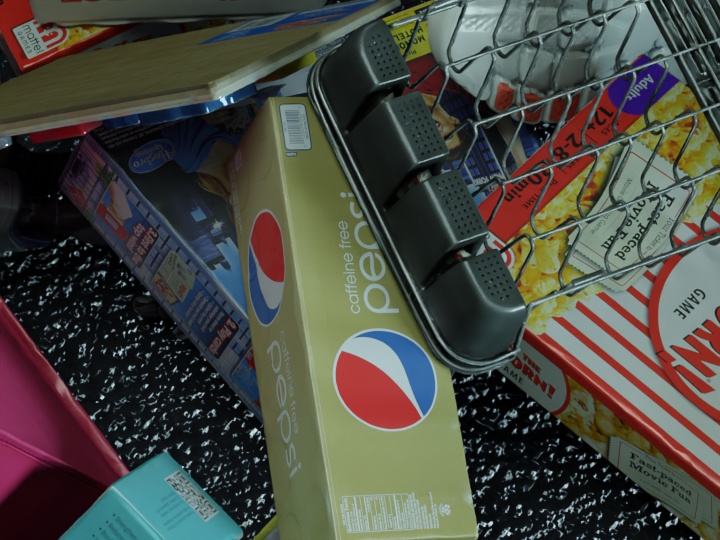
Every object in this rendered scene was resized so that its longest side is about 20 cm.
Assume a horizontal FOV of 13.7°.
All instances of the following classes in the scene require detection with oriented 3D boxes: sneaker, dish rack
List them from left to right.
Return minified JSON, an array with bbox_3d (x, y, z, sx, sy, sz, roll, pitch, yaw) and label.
[{"bbox_3d":[0.087,-0.119,1.392,0.082,0.077,0.200,34,24,35],"label":"sneaker"},{"bbox_3d":[0.096,-0.059,1.258,0.200,0.055,0.154,-20,76,-23],"label":"dish rack"}]

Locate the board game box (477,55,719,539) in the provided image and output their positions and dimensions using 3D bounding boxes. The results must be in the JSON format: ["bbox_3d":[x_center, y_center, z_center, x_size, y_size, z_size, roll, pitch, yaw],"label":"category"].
[{"bbox_3d":[0.149,0.020,1.296,0.200,0.046,0.151,39,61,15],"label":"board game box"}]

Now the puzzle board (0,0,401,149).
[{"bbox_3d":[-0.099,-0.083,1.334,0.200,0.017,0.151,-7,14,35],"label":"puzzle board"}]

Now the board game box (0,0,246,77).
[{"bbox_3d":[-0.104,-0.180,1.517,0.200,0.046,0.152,-26,56,-9],"label":"board game box"}]

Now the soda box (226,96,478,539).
[{"bbox_3d":[-0.006,0.030,1.256,0.064,0.068,0.200,0,67,-20],"label":"soda box"}]

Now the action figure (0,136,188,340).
[{"bbox_3d":[-0.106,-0.034,1.407,0.200,0.069,0.130,4,49,-6],"label":"action figure"}]

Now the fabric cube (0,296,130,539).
[{"bbox_3d":[-0.243,0.072,1.232,0.199,0.196,0.200,-41,67,4],"label":"fabric cube"}]

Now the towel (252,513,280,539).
[{"bbox_3d":[0.016,0.179,1.223,0.200,0.023,0.144,35,44,18],"label":"towel"}]

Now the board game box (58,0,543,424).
[{"bbox_3d":[0.000,0.000,1.346,0.200,0.062,0.200,-22,76,-26],"label":"board game box"}]

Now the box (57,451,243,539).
[{"bbox_3d":[-0.139,0.163,1.211,0.049,0.082,0.200,46,102,4],"label":"box"}]

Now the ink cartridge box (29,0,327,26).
[{"bbox_3d":[-0.096,-0.210,1.387,0.145,0.200,0.084,-2,54,8],"label":"ink cartridge box"}]
